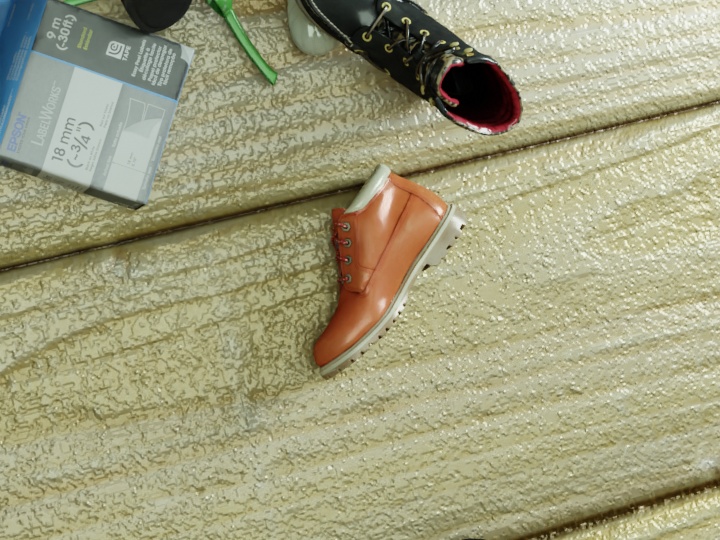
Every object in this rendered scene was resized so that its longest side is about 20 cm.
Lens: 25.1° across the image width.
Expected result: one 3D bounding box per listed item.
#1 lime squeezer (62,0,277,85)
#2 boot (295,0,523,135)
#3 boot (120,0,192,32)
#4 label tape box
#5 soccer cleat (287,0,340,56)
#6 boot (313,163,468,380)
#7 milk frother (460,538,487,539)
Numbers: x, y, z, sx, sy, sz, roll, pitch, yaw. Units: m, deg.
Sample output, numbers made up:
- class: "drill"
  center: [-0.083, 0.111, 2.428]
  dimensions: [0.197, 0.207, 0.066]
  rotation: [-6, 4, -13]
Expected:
- class: "lime squeezer"
  center: [-0.159, -0.232, 1.430]
  dimensions: [0.199, 0.038, 0.071]
  rotation: [18, 104, -14]
- class: "boot"
  center: [0.044, -0.192, 1.391]
  dimensions: [0.200, 0.151, 0.073]
  rotation: [35, 96, -36]
- class: "boot"
  center: [-0.217, -0.317, 1.350]
  dimensions: [0.068, 0.188, 0.200]
  rotation: [-32, 55, -3]
- class: "label tape box"
  center: [-0.260, -0.152, 1.386]
  dimensions: [0.199, 0.063, 0.145]
  rotation: [18, 85, -14]
- class: "soccer cleat"
  center: [-0.012, -0.289, 1.442]
  dimensions: [0.069, 0.078, 0.201]
  rotation: [23, 85, -13]
- class: "boot"
  center: [0.000, 0.000, 1.452]
  dimensions: [0.107, 0.075, 0.200]
  rotation: [37, 73, -8]
- class: "milk frother"
  center: [0.061, 0.332, 1.401]
  dimensions: [0.199, 0.188, 0.181]
  rotation: [-12, 92, -14]
